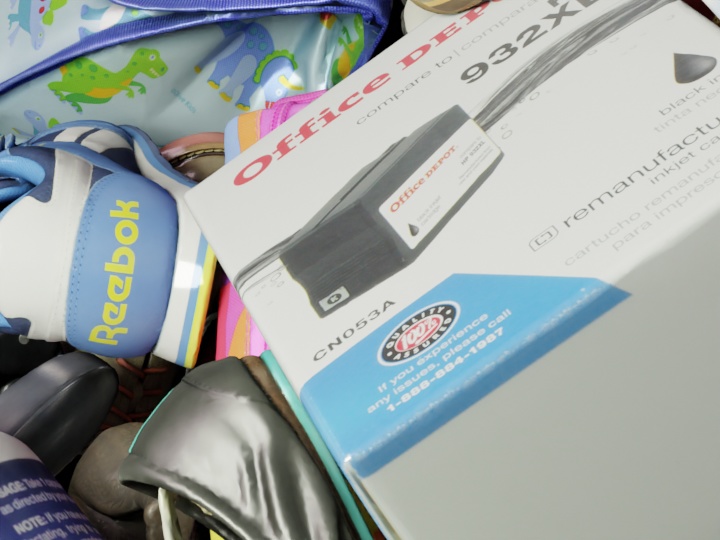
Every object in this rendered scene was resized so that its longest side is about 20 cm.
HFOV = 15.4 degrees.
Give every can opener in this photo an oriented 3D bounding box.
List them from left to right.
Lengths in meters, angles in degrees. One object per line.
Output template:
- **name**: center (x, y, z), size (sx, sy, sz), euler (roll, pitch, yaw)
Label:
- **can opener**: center (-0.180, 0.083, 0.955), size (0.200, 0.063, 0.079), euler (-38, 12, -18)

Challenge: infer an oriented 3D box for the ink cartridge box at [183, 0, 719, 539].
- **ink cartridge box**: center (0.048, 0.000, 0.707), size (0.145, 0.084, 0.200), euler (-35, 25, 0)

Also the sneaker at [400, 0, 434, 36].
- **sneaker**: center (0.058, -0.107, 0.911), size (0.085, 0.077, 0.200), euler (-29, 38, 11)

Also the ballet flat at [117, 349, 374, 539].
- **ballet flat**: center (-0.003, 0.115, 0.752), size (0.068, 0.068, 0.200), euler (-33, 66, -8)

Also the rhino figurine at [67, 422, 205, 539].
- **rhino figurine**: center (-0.090, 0.145, 0.942), size (0.087, 0.060, 0.200), euler (17, 88, 59)

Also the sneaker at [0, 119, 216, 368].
- **sneaker**: center (-0.110, -0.016, 0.924), size (0.200, 0.082, 0.074), euler (-162, 77, -69)

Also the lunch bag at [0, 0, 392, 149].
- **lunch bag**: center (-0.062, -0.128, 1.050), size (0.200, 0.127, 0.170), euler (-21, 48, 33)

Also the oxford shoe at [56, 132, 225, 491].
- **oxford shoe**: center (-0.089, 0.036, 1.024), size (0.200, 0.070, 0.075), euler (-57, 40, 28)

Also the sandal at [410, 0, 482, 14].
- **sandal**: center (0.053, -0.162, 0.733), size (0.200, 0.054, 0.080), euler (-56, 25, 23)

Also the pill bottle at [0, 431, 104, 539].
- **pill bottle**: center (-0.130, 0.121, 0.844), size (0.200, 0.120, 0.120), euler (50, 117, 16)

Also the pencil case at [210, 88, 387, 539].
- **pencil case**: center (-0.008, 0.038, 0.852), size (0.088, 0.088, 0.200), euler (-26, 54, 46)

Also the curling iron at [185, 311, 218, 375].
- **curling iron**: center (0.000, 0.000, 0.943), size (0.200, 0.026, 0.050), euler (-38, 41, 36)

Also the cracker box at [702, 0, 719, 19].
- **cracker box**: center (0.123, -0.141, 0.703), size (0.200, 0.058, 0.134), euler (-113, 44, -62)

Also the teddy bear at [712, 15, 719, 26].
- **teddy bear**: center (0.165, -0.113, 0.751), size (0.145, 0.067, 0.200), euler (7, 80, 68)
